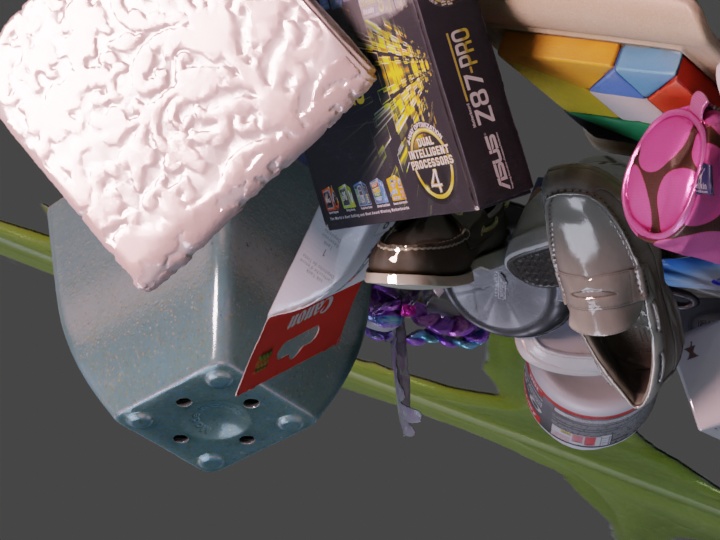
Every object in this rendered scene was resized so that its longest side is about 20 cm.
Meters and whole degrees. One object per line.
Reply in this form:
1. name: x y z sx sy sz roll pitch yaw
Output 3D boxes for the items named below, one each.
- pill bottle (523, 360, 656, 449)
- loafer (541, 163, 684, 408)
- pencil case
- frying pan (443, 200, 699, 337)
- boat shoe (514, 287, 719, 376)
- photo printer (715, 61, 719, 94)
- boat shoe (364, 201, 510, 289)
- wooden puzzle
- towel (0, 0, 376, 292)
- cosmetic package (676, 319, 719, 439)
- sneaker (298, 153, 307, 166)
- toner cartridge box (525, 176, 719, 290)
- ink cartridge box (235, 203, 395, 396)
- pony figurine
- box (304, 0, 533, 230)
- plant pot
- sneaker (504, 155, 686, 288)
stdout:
1. pill bottle: 0.194 0.085 1.934 0.115 0.116 0.200 21 166 9
2. loafer: 0.164 0.011 1.508 0.070 0.070 0.200 -4 138 29
3. pencil case: 0.260 -0.039 1.372 0.199 0.094 0.091 14 -168 -26
4. frying pan: 0.137 0.021 1.668 0.190 0.031 0.115 30 129 8
5. boat shoe: 0.214 0.035 1.726 0.199 0.071 0.069 -4 168 -16
6. photo printer: 0.299 -0.082 1.236 0.200 0.070 0.166 30 165 -26
7. boat shoe: 0.053 -0.026 1.548 0.072 0.061 0.202 7 -169 18
8. wooden puzzle: 0.168 -0.111 1.411 0.185 0.037 0.200 12 162 40
9. towel: -0.119 -0.121 1.422 0.191 0.200 0.032 49 -167 9
10. cosmetic package: 0.296 0.076 1.659 0.101 0.072 0.200 -21 165 16
11. sneaker: -0.109 -0.101 1.821 0.200 0.076 0.077 26 165 -28
12. toner cartridge box: 0.215 -0.025 1.641 0.095 0.043 0.200 31 164 -34
13. ink cartridge box: 0.000 0.000 1.648 0.050 0.201 0.162 31 -155 18
14. pony figurine: 0.024 0.030 1.999 0.199 0.167 0.193 20 -162 1
15. box: 0.019 -0.112 1.436 0.049 0.162 0.200 -18 -173 -27
16. plant pot: -0.115 0.036 1.795 0.195 0.201 0.196 -27 138 30
17. sneaker: 0.181 -0.052 1.555 0.200 0.085 0.073 -14 138 42
